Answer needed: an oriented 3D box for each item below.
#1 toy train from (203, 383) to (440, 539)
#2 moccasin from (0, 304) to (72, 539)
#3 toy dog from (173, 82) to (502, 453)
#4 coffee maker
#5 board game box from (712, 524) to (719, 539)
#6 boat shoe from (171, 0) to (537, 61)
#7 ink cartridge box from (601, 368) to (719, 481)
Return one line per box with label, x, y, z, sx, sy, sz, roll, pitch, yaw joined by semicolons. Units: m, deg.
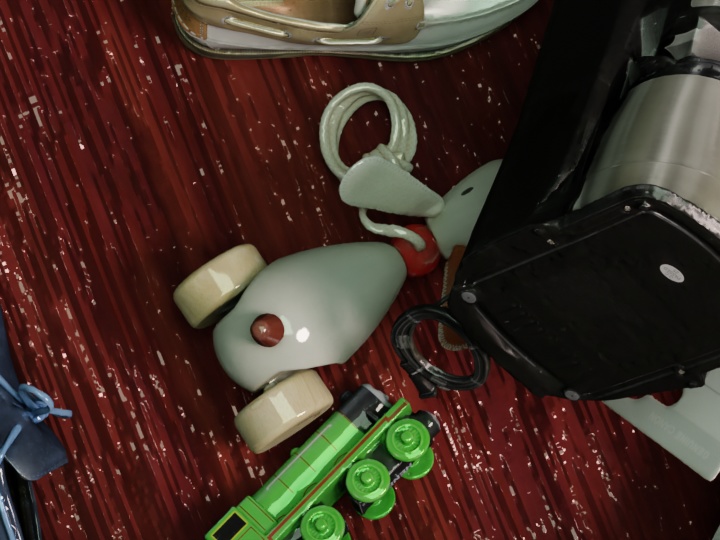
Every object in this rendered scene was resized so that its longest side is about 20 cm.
toy train;-0.042;0.134;1.062;0.056;0.042;0.200;40;77;20
moccasin;-0.172;0.093;1.044;0.068;0.080;0.201;-3;97;9
toy dog;0.000;0.000;1.048;0.132;0.096;0.200;38;79;-1
coffee maker;0.119;-0.053;0.991;0.191;0.135;0.201;-2;45;27
board game box;0.277;0.078;1.051;0.147;0.064;0.201;30;82;-33
boat shoe;0.004;-0.144;1.083;0.199;0.068;0.075;-11;85;-6
ink cartridge box;0.195;-0.004;1.045;0.047;0.160;0.200;32;93;-34
